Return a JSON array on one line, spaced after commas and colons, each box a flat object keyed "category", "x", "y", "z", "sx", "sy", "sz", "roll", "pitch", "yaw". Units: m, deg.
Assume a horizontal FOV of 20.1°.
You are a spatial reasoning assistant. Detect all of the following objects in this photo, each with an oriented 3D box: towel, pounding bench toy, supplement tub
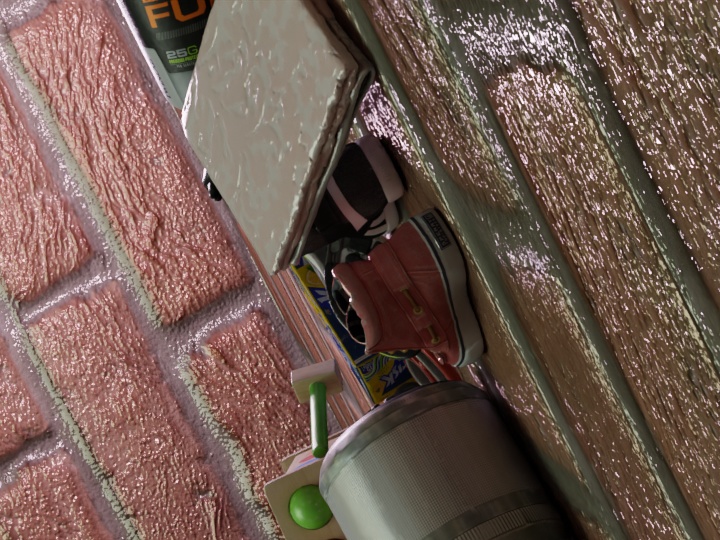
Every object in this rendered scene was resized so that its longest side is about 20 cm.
[{"category": "towel", "x": -0.066, "y": -0.130, "z": 1.485, "sx": 0.191, "sy": 0.032, "sz": 0.201, "roll": 57, "pitch": 139, "yaw": 36}, {"category": "pounding bench toy", "x": -0.020, "y": 0.189, "z": 1.906, "sx": 0.156, "sy": 0.124, "sz": 0.201, "roll": -42, "pitch": -73, "yaw": -82}, {"category": "supplement tub", "x": -0.137, "y": -0.237, "z": 1.598, "sx": 0.201, "sy": 0.122, "sz": 0.123, "roll": 64, "pitch": 174, "yaw": -30}]

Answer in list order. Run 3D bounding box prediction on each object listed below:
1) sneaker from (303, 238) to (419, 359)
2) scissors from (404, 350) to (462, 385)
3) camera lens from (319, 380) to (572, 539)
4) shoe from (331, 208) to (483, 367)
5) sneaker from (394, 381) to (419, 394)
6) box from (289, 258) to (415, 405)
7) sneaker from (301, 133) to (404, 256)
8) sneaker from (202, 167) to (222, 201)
[{"category": "sneaker", "x": 0.000, "y": 0.000, "z": 1.736, "sx": 0.200, "sy": 0.074, "sz": 0.081, "roll": 55, "pitch": -173, "yaw": 31}, {"category": "scissors", "x": 0.018, "y": 0.036, "z": 1.796, "sx": 0.200, "sy": 0.014, "sz": 0.073, "roll": 50, "pitch": 161, "yaw": -3}, {"category": "camera lens", "x": 0.072, "y": 0.202, "z": 1.635, "sx": 0.200, "sy": 0.159, "sz": 0.160, "roll": 59, "pitch": 174, "yaw": 24}, {"category": "shoe", "x": 0.033, "y": 0.031, "z": 1.512, "sx": 0.072, "sy": 0.091, "sz": 0.200, "roll": 59, "pitch": 173, "yaw": 27}, {"category": "sneaker", "x": 0.083, "y": 0.152, "z": 1.826, "sx": 0.200, "sy": 0.074, "sz": 0.081, "roll": -130, "pitch": 27, "yaw": -51}, {"category": "box", "x": -0.006, "y": 0.034, "z": 1.967, "sx": 0.200, "sy": 0.070, "sz": 0.064, "roll": 56, "pitch": 175, "yaw": 45}, {"category": "sneaker", "x": -0.031, "y": -0.050, "z": 1.597, "sx": 0.073, "sy": 0.111, "sz": 0.200, "roll": 62, "pitch": 174, "yaw": 7}, {"category": "sneaker", "x": -0.102, "y": -0.116, "z": 1.926, "sx": 0.200, "sy": 0.070, "sz": 0.099, "roll": -12, "pitch": -82, "yaw": -73}]
